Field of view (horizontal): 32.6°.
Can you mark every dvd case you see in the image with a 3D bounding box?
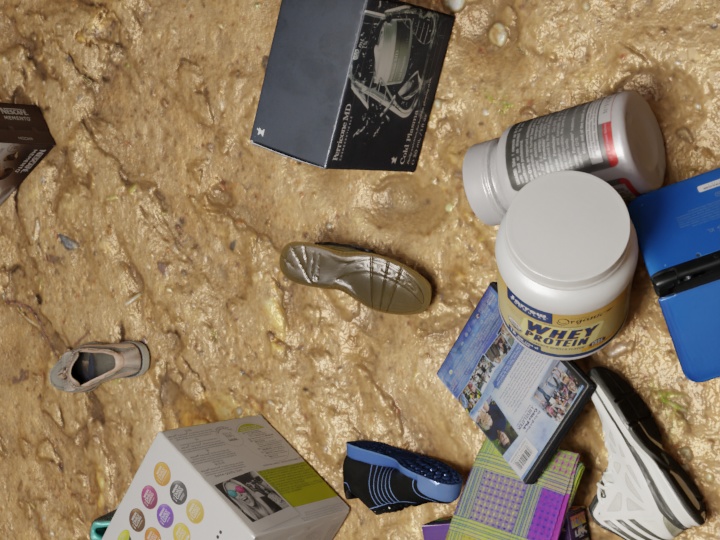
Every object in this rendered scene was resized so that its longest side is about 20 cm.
[{"bbox_3d":[0.174,0.126,1.413,0.200,0.018,0.143,51,120,44],"label":"dvd case"}]

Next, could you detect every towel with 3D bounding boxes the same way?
[{"bbox_3d":[0.166,0.290,1.393,0.143,0.023,0.201,9,75,42],"label":"towel"}]

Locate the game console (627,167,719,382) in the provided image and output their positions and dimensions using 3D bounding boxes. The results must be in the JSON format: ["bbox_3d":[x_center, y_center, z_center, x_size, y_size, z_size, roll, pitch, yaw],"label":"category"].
[{"bbox_3d":[0.394,-0.010,1.251,0.199,0.118,0.171,-19,49,11],"label":"game console"}]

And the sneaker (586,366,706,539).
[{"bbox_3d":[0.276,0.212,1.347,0.115,0.076,0.201,-38,73,28],"label":"sneaker"}]

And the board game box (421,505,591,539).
[{"bbox_3d":[0.178,0.367,1.436,0.199,0.057,0.166,-13,85,35],"label":"board game box"}]

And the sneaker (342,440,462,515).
[{"bbox_3d":[0.049,0.265,1.501,0.200,0.070,0.078,11,98,53],"label":"sneaker"}]

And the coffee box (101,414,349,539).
[{"bbox_3d":[-0.177,0.331,1.595,0.198,0.200,0.200,42,114,27],"label":"coffee box"}]

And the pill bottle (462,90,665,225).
[{"bbox_3d":[0.220,-0.117,1.349,0.199,0.114,0.114,-13,85,35],"label":"pill bottle"}]

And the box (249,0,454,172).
[{"bbox_3d":[-0.008,-0.227,1.453,0.124,0.196,0.201,22,105,32],"label":"box"}]

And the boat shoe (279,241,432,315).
[{"bbox_3d":[0.000,0.000,1.538,0.199,0.065,0.073,19,110,14],"label":"boat shoe"}]

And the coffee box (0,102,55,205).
[{"bbox_3d":[-0.582,-0.168,1.909,0.200,0.113,0.080,-39,71,29],"label":"coffee box"}]

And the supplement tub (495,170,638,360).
[{"bbox_3d":[0.213,-0.004,1.285,0.144,0.200,0.145,-3,65,7],"label":"supplement tub"}]

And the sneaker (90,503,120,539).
[{"bbox_3d":[-0.307,0.400,1.755,0.200,0.091,0.078,20,104,33],"label":"sneaker"}]

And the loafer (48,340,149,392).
[{"bbox_3d":[-0.402,0.141,1.826,0.200,0.063,0.072,-14,83,35],"label":"loafer"}]
